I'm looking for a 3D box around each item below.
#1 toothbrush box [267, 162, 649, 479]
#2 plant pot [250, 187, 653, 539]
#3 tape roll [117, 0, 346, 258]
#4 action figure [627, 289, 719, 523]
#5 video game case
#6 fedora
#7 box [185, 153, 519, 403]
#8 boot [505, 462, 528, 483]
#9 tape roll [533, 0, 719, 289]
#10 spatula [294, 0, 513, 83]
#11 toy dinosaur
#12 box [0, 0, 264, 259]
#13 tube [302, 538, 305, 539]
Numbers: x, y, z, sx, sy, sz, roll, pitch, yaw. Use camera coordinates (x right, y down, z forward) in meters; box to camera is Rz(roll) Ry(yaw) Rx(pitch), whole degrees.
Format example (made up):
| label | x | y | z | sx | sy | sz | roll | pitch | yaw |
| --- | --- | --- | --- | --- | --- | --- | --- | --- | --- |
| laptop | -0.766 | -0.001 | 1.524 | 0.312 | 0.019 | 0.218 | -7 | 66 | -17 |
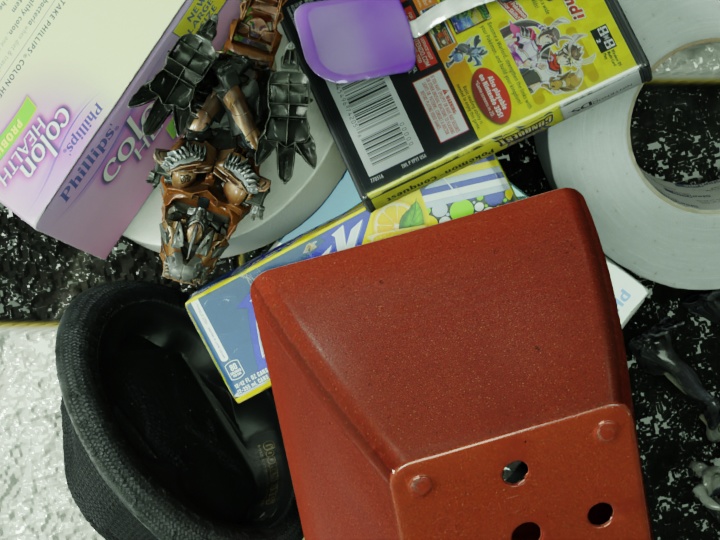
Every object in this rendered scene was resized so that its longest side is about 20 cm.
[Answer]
| label | x | y | z | sx | sy | sz | roll | pitch | yaw |
| --- | --- | --- | --- | --- | --- | --- | --- | --- | --- |
| toothbrush box | 0.053 | 0.008 | 1.743 | 0.200 | 0.085 | 0.147 | 36 | 92 | -1 |
| plant pot | 0.068 | 0.102 | 1.590 | 0.199 | 0.176 | 0.201 | -15 | 122 | -7 |
| tape roll | -0.092 | -0.107 | 1.719 | 0.202 | 0.037 | 0.204 | -5 | 76 | 19 |
| action figure | 0.246 | 0.109 | 1.744 | 0.119 | 0.102 | 0.200 | -32 | 92 | -10 |
| video game case | 0.046 | -0.157 | 1.657 | 0.180 | 0.026 | 0.200 | -25 | 67 | 2 |
| fedora | -0.124 | 0.108 | 1.732 | 0.201 | 0.201 | 0.092 | 46 | 125 | -3 |
| box | 0.000 | 0.000 | 1.668 | 0.200 | 0.064 | 0.070 | -28 | 93 | 0 |
| boot | 0.087 | 0.191 | 1.720 | 0.073 | 0.154 | 0.204 | 40 | 93 | -3 |
| tape roll | 0.204 | -0.092 | 1.705 | 0.200 | 0.066 | 0.201 | -1 | 106 | -5 |
| spatula | 0.063 | -0.151 | 1.625 | 0.199 | 0.021 | 0.057 | -16 | 64 | 5 |
| toy dinosaur | -0.079 | -0.093 | 1.619 | 0.102 | 0.136 | 0.201 | -4 | 90 | -2 |
| box | -0.191 | -0.139 | 1.691 | 0.200 | 0.097 | 0.176 | 36 | 93 | 25 |
| tube | -0.029 | 0.210 | 1.749 | 0.058 | 0.052 | 0.201 | 18 | 78 | 22 |
